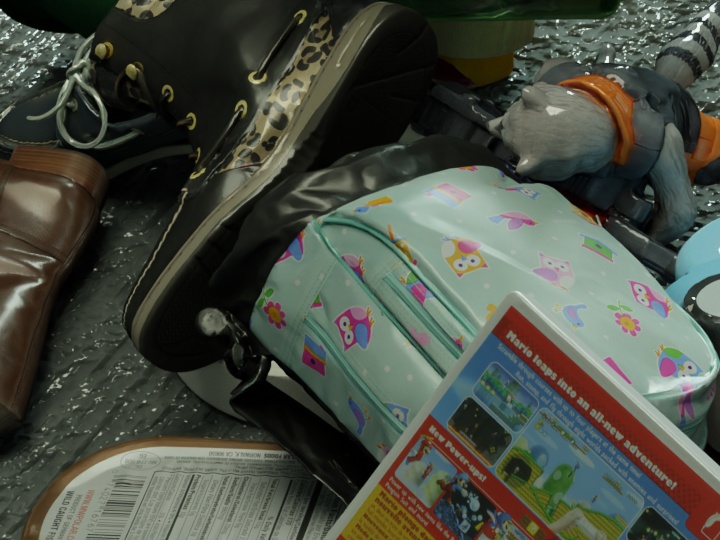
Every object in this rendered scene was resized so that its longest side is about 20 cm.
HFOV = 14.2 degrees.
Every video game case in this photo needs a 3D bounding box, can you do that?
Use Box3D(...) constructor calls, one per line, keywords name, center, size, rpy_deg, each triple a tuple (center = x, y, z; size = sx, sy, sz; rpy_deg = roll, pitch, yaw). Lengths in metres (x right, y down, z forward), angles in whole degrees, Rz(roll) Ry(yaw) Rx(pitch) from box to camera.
Box3D(name="video game case", center=(0.047, 0.128, 1.093), size=(0.143, 0.017, 0.200), rpy_deg=(44, 103, 32))

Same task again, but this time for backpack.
Box3D(name="backpack", center=(0.051, 0.036, 1.205), size=(0.167, 0.127, 0.200), rpy_deg=(-17, 51, -35))

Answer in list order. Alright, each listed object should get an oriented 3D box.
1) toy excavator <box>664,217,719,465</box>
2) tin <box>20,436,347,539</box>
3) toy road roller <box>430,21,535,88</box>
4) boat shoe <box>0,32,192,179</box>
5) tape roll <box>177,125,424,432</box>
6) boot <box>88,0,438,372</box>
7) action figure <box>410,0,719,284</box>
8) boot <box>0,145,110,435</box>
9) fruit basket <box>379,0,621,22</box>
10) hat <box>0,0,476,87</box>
Box3D(name="toy excavator", center=(0.200, 0.001, 1.300), size=(0.194, 0.100, 0.200), rpy_deg=(-20, 29, -13))
Box3D(name="tin", center=(-0.051, 0.121, 1.248), size=(0.200, 0.042, 0.112), rpy_deg=(2, 43, 17))
Box3D(name="toy road roller", center=(0.054, -0.198, 1.573), size=(0.146, 0.123, 0.200), rpy_deg=(-18, 35, -28))
Box3D(name="boat shoe", center=(-0.119, -0.087, 1.487), size=(0.200, 0.062, 0.075), rpy_deg=(-3, 54, 36))
Box3D(name="tape roll", center=(0.000, 0.000, 1.392), size=(0.202, 0.037, 0.203), rpy_deg=(-8, 36, 6))
Box3D(name="boot", center=(-0.072, -0.061, 1.356), size=(0.151, 0.073, 0.200), rpy_deg=(32, 86, 40))
Box3D(name="action figure", center=(0.105, -0.082, 1.369), size=(0.200, 0.105, 0.193), rpy_deg=(30, 22, 16))
Box3D(name="boot", center=(-0.230, 0.015, 1.422), size=(0.186, 0.064, 0.200), rpy_deg=(-1, 42, 17))
Box3D(name="fruit basket", center=(0.059, -0.174, 1.361), size=(0.185, 0.200, 0.094), rpy_deg=(-1, 79, 1))
Box3D(name="hat", center=(-0.084, -0.113, 1.524), size=(0.165, 0.200, 0.176), rpy_deg=(-6, 63, -35))
